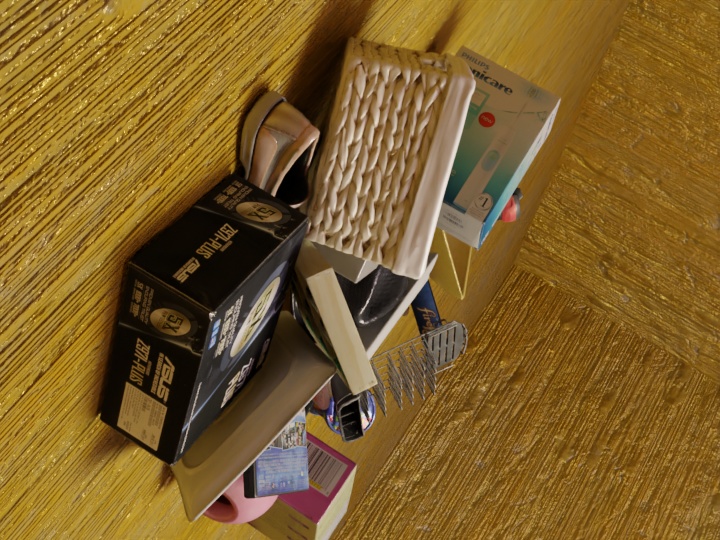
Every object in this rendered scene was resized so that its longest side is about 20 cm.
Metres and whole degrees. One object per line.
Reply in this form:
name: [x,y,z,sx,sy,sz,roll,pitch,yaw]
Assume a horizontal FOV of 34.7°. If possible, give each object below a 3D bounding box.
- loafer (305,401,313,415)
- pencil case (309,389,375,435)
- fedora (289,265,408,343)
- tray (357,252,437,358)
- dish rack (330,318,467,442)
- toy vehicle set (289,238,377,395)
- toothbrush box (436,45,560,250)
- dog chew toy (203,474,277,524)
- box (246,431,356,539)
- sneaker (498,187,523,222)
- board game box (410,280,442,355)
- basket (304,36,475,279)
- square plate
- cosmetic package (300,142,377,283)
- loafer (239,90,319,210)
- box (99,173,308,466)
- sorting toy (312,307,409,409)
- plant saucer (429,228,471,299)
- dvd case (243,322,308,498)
loafer: [-0.079,0.147,1.638,0.070,0.068,0.201,-29,-162,41]
pencil case: [-0.039,0.191,1.713,0.200,0.086,0.079,-169,-99,-76]
fedora: [0.000,0.000,1.386,0.200,0.091,0.203,-35,133,-50]
tray: [0.020,0.058,1.439,0.107,0.022,0.201,-12,-145,55]
dish rack: [0.053,0.138,1.483,0.198,0.055,0.154,-24,157,-9]
toy vehicle set: [-0.042,0.029,1.131,0.026,0.125,0.200,-24,-159,-8]
toothbrush box: [0.136,-0.153,1.431,0.201,0.145,0.085,-56,168,-19]
dog chew toy: [-0.133,0.205,1.391,0.125,0.123,0.201,109,8,-45]
box: [-0.107,0.280,1.531,0.097,0.175,0.201,-53,167,-27]
sneaker: [0.133,-0.143,1.510,0.097,0.202,0.071,-20,157,-6]
board game box: [0.075,0.005,1.599,0.034,0.202,0.136,-17,-172,3]
basket: [0.023,-0.114,1.113,0.136,0.122,0.202,-92,-164,-71]
square plate: [-0.125,0.133,1.162,0.200,0.028,0.198,-46,-156,-2]
cosmetic package: [0.004,-0.101,1.251,0.201,0.106,0.090,-63,169,22]
loafer: [-0.074,-0.081,1.063,0.072,0.062,0.201,-54,167,-26]
box: [-0.140,0.045,1.027,0.164,0.085,0.201,-48,164,-49]
sorting toy: [-0.028,0.043,1.517,0.200,0.106,0.181,-47,154,-33]
plant saucer: [0.108,-0.089,1.622,0.201,0.048,0.202,-73,150,-57]
dvd case: [-0.099,0.154,1.318,0.142,0.017,0.203,17,69,-67]
